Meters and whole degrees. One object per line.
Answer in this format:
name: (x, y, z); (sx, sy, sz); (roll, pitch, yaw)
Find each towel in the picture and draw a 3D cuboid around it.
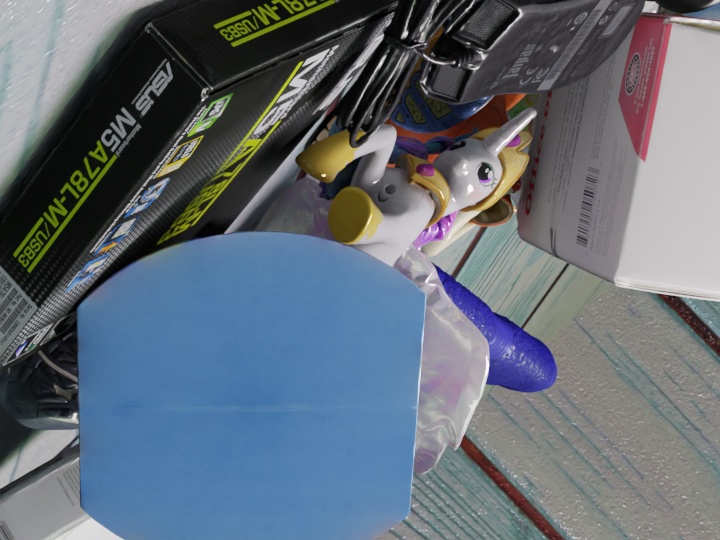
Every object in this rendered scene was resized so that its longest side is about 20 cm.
towel: (0.020, 0.024, 1.544); (0.200, 0.148, 0.050); (34, 61, -57)

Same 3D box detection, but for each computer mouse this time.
computer mouse: (0.072, -0.136, 1.186); (0.200, 0.046, 0.140); (-19, 150, -43)

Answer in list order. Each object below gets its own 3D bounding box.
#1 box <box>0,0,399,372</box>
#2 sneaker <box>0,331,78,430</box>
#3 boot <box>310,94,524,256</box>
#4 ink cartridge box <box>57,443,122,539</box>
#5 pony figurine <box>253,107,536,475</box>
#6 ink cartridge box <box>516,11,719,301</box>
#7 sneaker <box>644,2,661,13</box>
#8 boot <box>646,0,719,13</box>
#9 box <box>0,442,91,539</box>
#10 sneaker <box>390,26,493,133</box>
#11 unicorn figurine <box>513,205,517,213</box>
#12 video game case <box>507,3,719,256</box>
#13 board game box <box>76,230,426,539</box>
box: (-0.082, -0.053, 1.146); (0.200, 0.048, 0.193); (-49, 169, 32)
sneaker: (-0.133, 0.055, 1.336); (0.086, 0.078, 0.200); (-45, 172, 28)
boot: (0.062, -0.074, 1.505); (0.200, 0.107, 0.075); (-36, 167, -49)
ink cartridge box: (-0.162, 0.142, 1.704); (0.163, 0.057, 0.200); (-42, 176, -8)
pony figurine: (0.000, 0.000, 1.284); (0.200, 0.167, 0.193); (-17, 146, -57)
ink cartridge box: (0.162, -0.071, 1.410); (0.200, 0.083, 0.147); (-144, -116, -76)
sneaker: (0.136, -0.173, 1.564); (0.115, 0.076, 0.201); (-14, 158, -38)
boot: (0.220, -0.199, 1.386); (0.200, 0.069, 0.174); (-24, -173, 4)
box: (-0.174, 0.127, 1.406); (0.144, 0.036, 0.200); (-30, -177, -6)
sneaker: (0.078, -0.150, 1.320); (0.088, 0.075, 0.200); (-34, 168, -48)
unicorn figurine: (0.020, -0.014, 1.755); (0.200, 0.074, 0.137); (-31, -177, 8)
video game case: (0.165, -0.126, 1.655); (0.200, 0.022, 0.182); (-46, -150, 14)
board game box: (-0.053, 0.054, 1.181); (0.039, 0.158, 0.200); (-97, -172, -55)
